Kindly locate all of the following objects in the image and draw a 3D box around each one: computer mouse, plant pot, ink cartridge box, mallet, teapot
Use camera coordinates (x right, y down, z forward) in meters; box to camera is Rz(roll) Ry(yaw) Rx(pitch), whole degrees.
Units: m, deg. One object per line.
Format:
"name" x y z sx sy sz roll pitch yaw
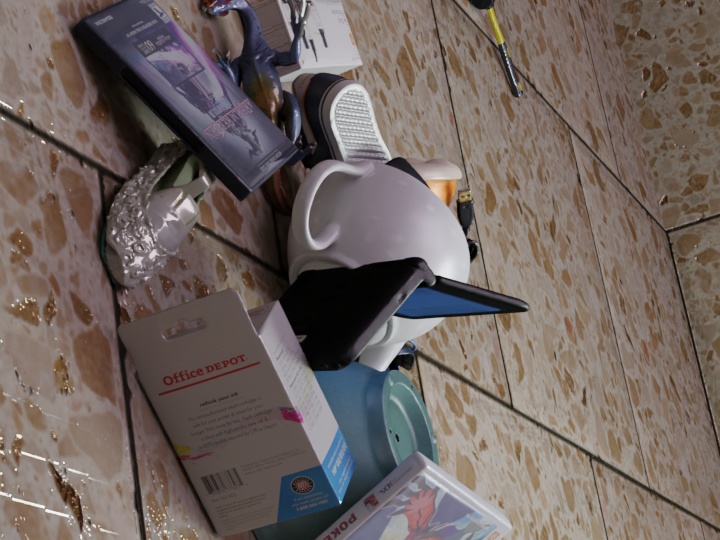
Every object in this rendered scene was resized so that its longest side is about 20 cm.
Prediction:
"computer mouse" 0.078 -0.049 1.813 0.140 0.046 0.201 -45 139 -29
"plant pot" -0.012 0.162 1.554 0.201 0.133 0.201 53 27 -42
"ink cartridge box" -0.098 0.102 1.401 0.201 0.114 0.068 66 21 -18
"mallet" 0.222 -0.372 2.770 0.066 0.041 0.201 -72 144 -53
"teapot" 0.000 0.000 1.690 0.200 0.197 0.146 42 55 -3

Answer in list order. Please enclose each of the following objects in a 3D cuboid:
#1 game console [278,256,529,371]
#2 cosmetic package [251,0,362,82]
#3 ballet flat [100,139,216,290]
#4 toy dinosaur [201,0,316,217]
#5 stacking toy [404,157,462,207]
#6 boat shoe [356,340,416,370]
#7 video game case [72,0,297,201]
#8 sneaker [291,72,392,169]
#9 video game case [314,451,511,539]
"game console" 0.013 0.056 1.508 0.117 0.200 0.176 50 63 -18
"cosmetic package" -0.060 -0.250 1.893 0.200 0.050 0.083 -24 97 -70
"ballet flat" -0.159 -0.060 1.452 0.072 0.071 0.200 62 23 -25
"toy dinosaur" -0.112 -0.183 1.720 0.201 0.104 0.182 105 -25 -47
"stacking toy" 0.038 -0.021 1.902 0.146 0.145 0.202 -14 105 -70
"boat shoe" 0.028 0.097 1.807 0.084 0.068 0.201 32 43 -61
"video game case" -0.147 -0.154 1.515 0.200 0.019 0.143 45 23 -3
"sneaker" -0.019 -0.119 1.783 0.078 0.079 0.201 -37 134 -28
"video game case" 0.026 0.251 1.526 0.023 0.182 0.200 52 6 35
